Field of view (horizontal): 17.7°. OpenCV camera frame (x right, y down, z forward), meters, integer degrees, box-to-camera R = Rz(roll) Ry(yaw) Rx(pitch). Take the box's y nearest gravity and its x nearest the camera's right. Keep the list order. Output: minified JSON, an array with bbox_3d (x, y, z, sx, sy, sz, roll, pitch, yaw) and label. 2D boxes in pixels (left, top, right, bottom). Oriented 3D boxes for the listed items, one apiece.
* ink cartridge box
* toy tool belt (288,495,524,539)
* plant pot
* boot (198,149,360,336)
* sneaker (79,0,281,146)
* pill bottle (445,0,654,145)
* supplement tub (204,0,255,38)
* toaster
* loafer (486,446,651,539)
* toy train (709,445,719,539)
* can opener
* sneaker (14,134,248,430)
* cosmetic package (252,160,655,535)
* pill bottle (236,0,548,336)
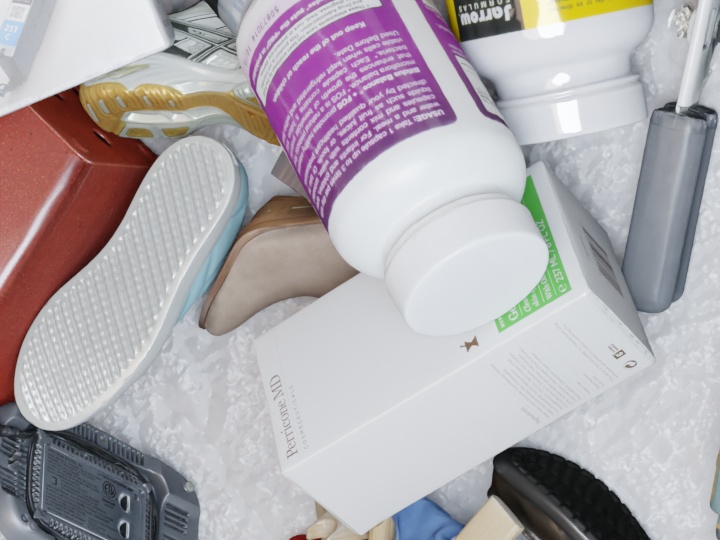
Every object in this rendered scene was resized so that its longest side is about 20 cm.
[{"bbox_3d":[-0.228,-0.170,1.289,0.200,0.045,0.176,-22,97,3],"label":"ink cartridge box"},{"bbox_3d":[0.021,0.166,1.359,0.200,0.125,0.123,22,110,48],"label":"toy tool belt"},{"bbox_3d":[-0.239,-0.045,1.404,0.200,0.200,0.176,44,102,11],"label":"plant pot"},{"bbox_3d":[0.000,0.000,1.367,0.146,0.070,0.200,30,132,0],"label":"boot"},{"bbox_3d":[-0.065,-0.126,1.367,0.200,0.076,0.088,6,64,6],"label":"sneaker"},{"bbox_3d":[0.098,-0.173,1.264,0.112,0.112,0.200,-9,95,25],"label":"pill bottle"},{"bbox_3d":[-0.075,-0.229,1.319,0.200,0.122,0.123,49,115,18],"label":"supplement tub"},{"bbox_3d":[-0.203,0.164,1.426,0.129,0.200,0.114,-31,46,31],"label":"toaster"},{"bbox_3d":[0.140,0.186,1.330,0.200,0.073,0.071,45,113,11],"label":"loafer"},{"bbox_3d":[0.233,0.070,1.246,0.085,0.114,0.200,15,105,22],"label":"toy train"},{"bbox_3d":[0.187,-0.072,1.275,0.066,0.053,0.200,20,107,19],"label":"can opener"},{"bbox_3d":[-0.127,0.015,1.386,0.074,0.082,0.200,38,92,17],"label":"sneaker"},{"bbox_3d":[0.049,0.045,1.276,0.200,0.085,0.108,-32,45,15],"label":"cosmetic package"},{"bbox_3d":[0.019,-0.067,1.224,0.112,0.112,0.200,-43,56,24],"label":"pill bottle"}]
